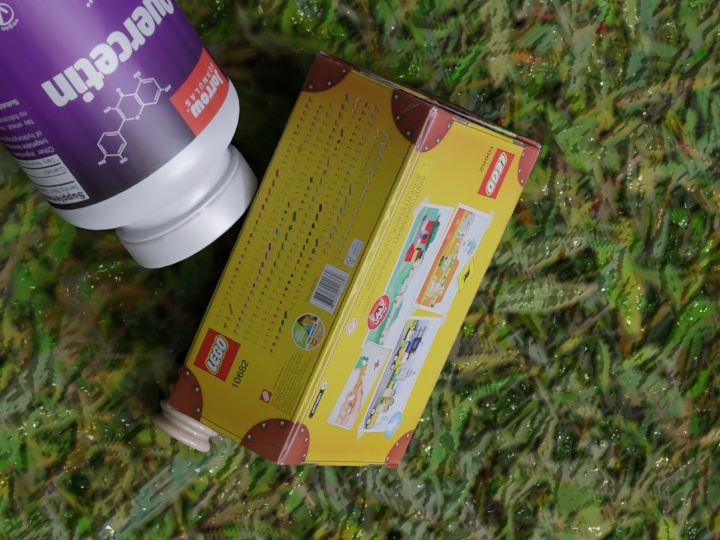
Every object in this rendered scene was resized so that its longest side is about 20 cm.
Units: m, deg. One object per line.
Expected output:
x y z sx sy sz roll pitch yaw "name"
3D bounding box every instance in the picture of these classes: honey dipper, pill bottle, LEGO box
-0.051 0.005 1.180 0.038 0.038 0.200 29 91 -27 "honey dipper"
-0.136 -0.100 1.071 0.112 0.112 0.200 -39 116 -8 "pill bottle"
0.000 0.000 1.137 0.149 0.077 0.200 13 103 -64 "LEGO box"
